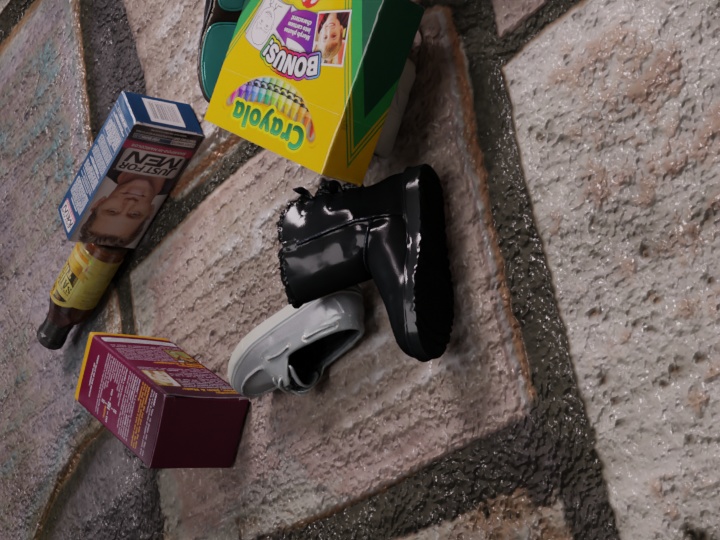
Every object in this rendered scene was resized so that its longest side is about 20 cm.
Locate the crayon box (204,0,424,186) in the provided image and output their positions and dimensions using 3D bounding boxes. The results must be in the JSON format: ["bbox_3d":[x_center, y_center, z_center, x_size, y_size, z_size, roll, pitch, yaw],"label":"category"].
[{"bbox_3d":[-0.049,-0.194,1.210,0.199,0.058,0.175,28,99,46],"label":"crayon box"}]

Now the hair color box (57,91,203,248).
[{"bbox_3d":[-0.284,-0.120,1.570,0.201,0.099,0.061,-53,49,32],"label":"hair color box"}]

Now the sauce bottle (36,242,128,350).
[{"bbox_3d":[-0.372,0.026,1.683,0.201,0.065,0.066,-55,46,29],"label":"sauce bottle"}]

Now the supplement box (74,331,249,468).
[{"bbox_3d":[-0.229,0.146,1.447,0.199,0.109,0.087,27,106,50],"label":"supplement box"}]

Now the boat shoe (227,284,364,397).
[{"bbox_3d":[-0.067,0.085,1.286,0.201,0.069,0.072,-42,48,35],"label":"boat shoe"}]

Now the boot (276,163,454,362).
[{"bbox_3d":[0.000,0.000,1.183,0.161,0.073,0.201,-14,65,29],"label":"boot"}]

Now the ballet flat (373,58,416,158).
[{"bbox_3d":[0.021,-0.211,1.240,0.069,0.069,0.203,-29,61,45],"label":"ballet flat"}]

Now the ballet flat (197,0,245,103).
[{"bbox_3d":[-0.152,-0.288,1.468,0.073,0.072,0.203,12,100,51],"label":"ballet flat"}]
